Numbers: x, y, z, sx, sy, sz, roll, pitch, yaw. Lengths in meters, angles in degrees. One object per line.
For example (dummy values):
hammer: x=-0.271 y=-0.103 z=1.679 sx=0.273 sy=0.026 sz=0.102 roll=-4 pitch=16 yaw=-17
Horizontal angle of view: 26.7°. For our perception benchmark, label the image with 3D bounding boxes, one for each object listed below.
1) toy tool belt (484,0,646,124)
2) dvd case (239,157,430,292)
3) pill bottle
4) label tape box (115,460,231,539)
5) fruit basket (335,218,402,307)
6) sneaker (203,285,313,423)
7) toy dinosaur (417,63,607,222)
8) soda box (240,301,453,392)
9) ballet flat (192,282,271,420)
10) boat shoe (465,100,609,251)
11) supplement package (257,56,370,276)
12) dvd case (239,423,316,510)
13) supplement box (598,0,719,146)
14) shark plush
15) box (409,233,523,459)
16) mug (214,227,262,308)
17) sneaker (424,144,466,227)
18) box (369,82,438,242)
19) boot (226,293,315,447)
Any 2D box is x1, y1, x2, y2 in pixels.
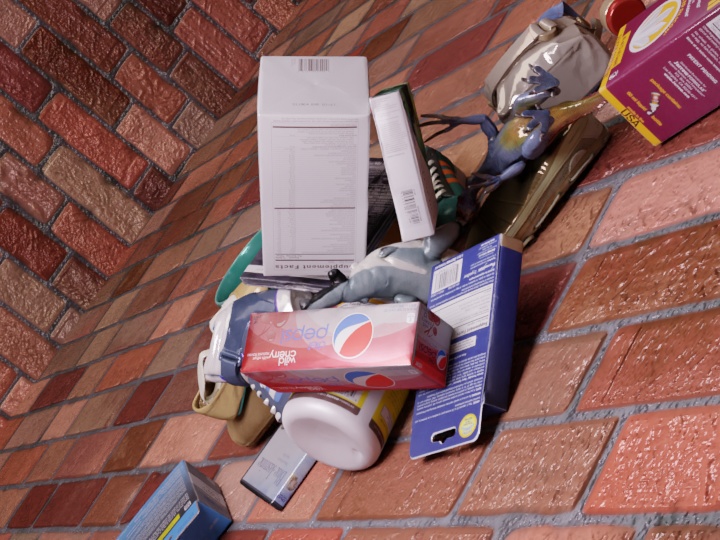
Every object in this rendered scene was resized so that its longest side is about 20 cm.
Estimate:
toy tool belt: x=0.224 y=-0.242 z=1.695 sx=0.200 sy=0.125 sz=0.123 roll=-47 pitch=25 yaw=11
dvd case: x=-0.027 y=-0.053 z=1.679 sx=0.148 sy=0.016 sz=0.201 roll=5 pitch=48 yaw=39
pill bottle: x=0.005 y=0.098 z=1.570 sx=0.109 sy=0.109 sz=0.201 roll=-29 pitch=27 yaw=52
label tape box: x=-0.222 y=0.322 z=1.782 sx=0.145 sy=0.063 sz=0.200 roll=-51 pitch=16 yaw=0
fruit basket: x=0.000 y=0.000 z=1.731 sx=0.201 sy=0.093 sz=0.186 roll=-55 pitch=-11 yaw=-34
sneaker: x=-0.103 y=0.123 z=1.677 sx=0.146 sy=0.202 sz=0.080 roll=-21 pitch=-15 yaw=30
toy dinosaur: x=0.161 y=-0.115 z=1.539 sx=0.182 sy=0.198 sz=0.106 roll=104 pitch=165 yaw=-61
soda box: x=-0.015 y=0.076 z=1.448 sx=0.198 sy=0.070 sz=0.064 roll=-6 pitch=65 yaw=33
ballet flat: x=-0.154 y=0.089 z=1.783 sx=0.069 sy=0.062 sz=0.202 roll=-130 pitch=49 yaw=-57
boat shoe: x=0.185 y=-0.079 z=1.582 sx=0.202 sy=0.063 sz=0.073 roll=-58 pitch=29 yaw=1
supplement package: x=-0.048 y=-0.104 z=1.548 sx=0.110 sy=0.112 sz=0.201 roll=-92 pitch=3 yaw=-51
dvd case: x=-0.059 y=0.177 z=1.736 sx=0.201 sy=0.018 sz=0.143 roll=-54 pitch=17 yaw=-10
supplement box: x=0.330 y=-0.220 z=1.419 sx=0.200 sy=0.085 sz=0.111 roll=-35 pitch=22 yaw=44
shark plush: x=0.039 y=0.013 z=1.523 sx=0.091 sy=0.198 sz=0.084 roll=-52 pitch=51 yaw=55
box: x=0.099 y=0.077 z=1.429 sx=0.121 sy=0.032 sz=0.202 roll=-26 pitch=49 yaw=55
mug: x=-0.109 y=0.018 z=2.047 sx=0.152 sy=0.114 sz=0.185 roll=-52 pitch=15 yaw=-3
sneaker: x=0.086 y=-0.096 z=1.820 sx=0.071 sy=0.080 sz=0.200 roll=-47 pitch=17 yaw=13
box: x=0.047 y=-0.115 z=1.549 sx=0.036 sy=0.146 sz=0.200 roll=-13 pitch=9 yaw=5
boot: x=-0.107 y=0.099 z=1.825 sx=0.200 sy=0.066 sz=0.177 roll=132 pitch=151 yaw=-57
